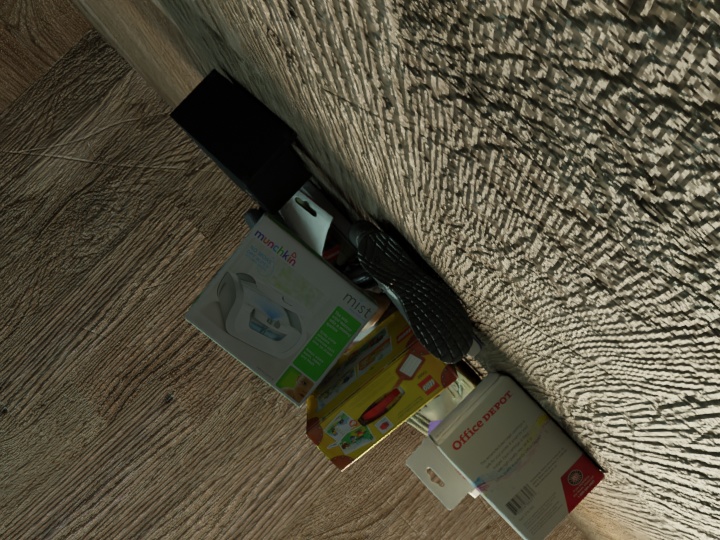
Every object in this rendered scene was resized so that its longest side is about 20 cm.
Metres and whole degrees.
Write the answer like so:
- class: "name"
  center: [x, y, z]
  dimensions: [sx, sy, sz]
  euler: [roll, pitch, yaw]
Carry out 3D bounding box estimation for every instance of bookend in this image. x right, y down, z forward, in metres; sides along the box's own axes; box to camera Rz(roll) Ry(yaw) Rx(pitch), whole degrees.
- class: "bookend"
  center: [-0.134, -0.149, 1.288]
  dimensions: [0.200, 0.092, 0.199]
  euler: [42, 176, 37]

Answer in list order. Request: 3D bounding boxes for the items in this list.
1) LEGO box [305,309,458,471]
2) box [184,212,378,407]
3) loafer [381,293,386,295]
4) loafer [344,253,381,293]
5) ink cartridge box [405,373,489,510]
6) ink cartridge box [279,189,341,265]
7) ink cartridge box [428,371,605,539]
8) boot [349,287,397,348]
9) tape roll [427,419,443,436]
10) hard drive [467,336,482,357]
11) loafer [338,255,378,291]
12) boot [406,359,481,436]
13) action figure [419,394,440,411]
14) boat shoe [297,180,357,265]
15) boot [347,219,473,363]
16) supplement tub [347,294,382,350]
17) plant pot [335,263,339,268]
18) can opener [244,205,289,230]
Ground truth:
- class: "LEGO box"
  center: [0.024, 0.149, 1.248]
  dimensions: [0.077, 0.200, 0.149]
  euler: [47, -169, -15]
- class: "box"
  center: [-0.106, 0.050, 1.270]
  dimensions: [0.200, 0.177, 0.097]
  euler: [40, -178, -8]
- class: "loafer"
  center: [0.048, 0.105, 1.679]
  dimensions: [0.071, 0.073, 0.201]
  euler: [40, -140, -34]
- class: "loafer"
  center: [-0.029, -0.037, 1.526]
  dimensions: [0.200, 0.063, 0.072]
  euler: [45, 176, 20]
- class: "ink cartridge box"
  center: [0.183, 0.283, 1.506]
  dimensions: [0.117, 0.200, 0.067]
  euler: [44, 176, 24]
- class: "ink cartridge box"
  center: [-0.088, -0.038, 1.435]
  dimensions: [0.109, 0.050, 0.201]
  euler: [39, 131, 24]
- class: "ink cartridge box"
  center: [0.219, 0.267, 1.350]
  dimensions: [0.200, 0.145, 0.145]
  euler: [47, 177, 1]
- class: "boot"
  center: [0.027, 0.114, 1.405]
  dimensions: [0.166, 0.073, 0.200]
  euler: [33, 146, -2]
- class: "tape roll"
  center: [0.216, 0.312, 1.633]
  dimensions: [0.199, 0.066, 0.200]
  euler: [7, 162, 2]
- class: "hard drive"
  center: [0.109, 0.066, 1.369]
  dimensions: [0.132, 0.025, 0.200]
  euler: [46, 177, -2]
- class: "loafer"
  center: [0.000, 0.000, 1.403]
  dimensions: [0.200, 0.071, 0.063]
  euler: [139, 122, -68]
- class: "boot"
  center: [0.111, 0.199, 1.725]
  dimensions: [0.200, 0.155, 0.072]
  euler: [44, -160, 11]
- class: "action figure"
  center: [0.103, 0.156, 1.606]
  dimensions: [0.201, 0.069, 0.130]
  euler: [86, 163, -45]
- class: "boat shoe"
  center: [-0.075, -0.089, 1.479]
  dimensions: [0.200, 0.062, 0.072]
  euler: [44, 176, 27]
- class: "boot"
  center: [0.065, 0.018, 1.168]
  dimensions: [0.200, 0.070, 0.132]
  euler: [54, -178, -10]
- class: "supplement tub"
  center: [0.010, 0.147, 1.539]
  dimensions: [0.122, 0.122, 0.201]
  euler: [-155, 54, -80]
- class: "plant pot"
  center: [-0.070, 0.015, 1.640]
  dimensions: [0.199, 0.188, 0.187]
  euler: [6, -154, -41]
- class: "can opener"
  center: [-0.096, -0.017, 1.371]
  dimensions: [0.201, 0.053, 0.067]
  euler: [57, 153, 2]
